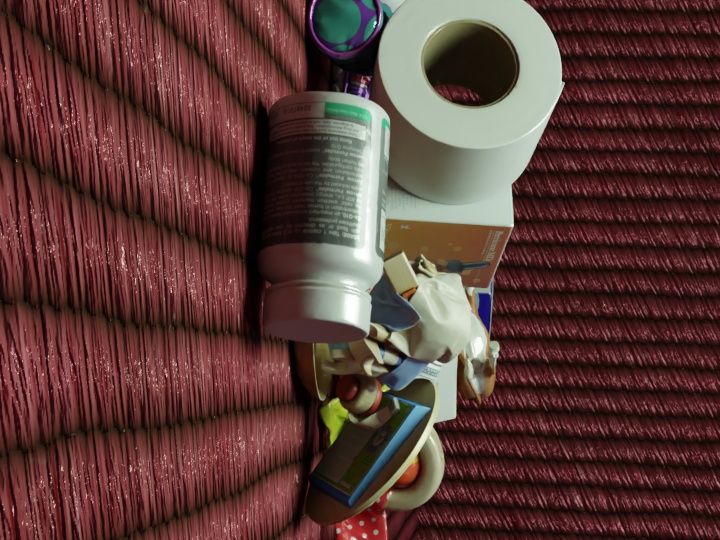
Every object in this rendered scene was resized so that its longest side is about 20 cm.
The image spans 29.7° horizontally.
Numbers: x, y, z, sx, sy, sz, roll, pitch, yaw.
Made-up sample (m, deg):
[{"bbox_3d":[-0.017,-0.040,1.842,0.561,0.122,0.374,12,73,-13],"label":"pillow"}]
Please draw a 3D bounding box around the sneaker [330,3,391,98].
[{"bbox_3d":[0.007,-0.230,1.658,0.081,0.082,0.203,-55,147,-78],"label":"sneaker"}]

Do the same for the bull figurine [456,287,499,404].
[{"bbox_3d":[0.131,0.073,1.773,0.122,0.064,0.202,90,-17,-55],"label":"bull figurine"}]

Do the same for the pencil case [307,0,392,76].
[{"bbox_3d":[-0.006,-0.272,1.523,0.200,0.084,0.094,-25,113,-82],"label":"pencil case"}]

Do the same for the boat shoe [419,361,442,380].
[{"bbox_3d":[0.029,0.071,1.570,0.199,0.071,0.067,18,-93,58],"label":"boat shoe"}]

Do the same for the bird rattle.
[{"bbox_3d":[0.022,0.236,1.645,0.112,0.161,0.203,-10,92,-65],"label":"bird rattle"}]

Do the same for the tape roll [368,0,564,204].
[{"bbox_3d":[0.109,-0.192,1.486,0.139,0.199,0.206,106,-11,-67],"label":"tape roll"}]

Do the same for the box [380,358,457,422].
[{"bbox_3d":[0.051,0.092,1.784,0.201,0.096,0.126,-115,-162,-49],"label":"box"}]

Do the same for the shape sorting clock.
[{"bbox_3d":[0.014,0.199,1.495,0.200,0.039,0.201,-45,-162,18],"label":"shape sorting clock"}]

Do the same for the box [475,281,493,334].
[{"bbox_3d":[0.108,0.010,2.115,0.185,0.197,0.106,-81,171,-49],"label":"box"}]

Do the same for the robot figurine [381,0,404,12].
[{"bbox_3d":[0.039,-0.293,1.737,0.112,0.169,0.203,-12,116,-41],"label":"robot figurine"}]

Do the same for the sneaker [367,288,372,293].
[{"bbox_3d":[0.000,0.000,1.706,0.201,0.073,0.088,-78,172,-53],"label":"sneaker"}]

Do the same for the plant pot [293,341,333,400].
[{"bbox_3d":[-0.049,0.038,1.470,0.200,0.027,0.203,2,90,-84],"label":"plant pot"}]

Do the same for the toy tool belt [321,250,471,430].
[{"bbox_3d":[0.015,0.066,1.442,0.200,0.122,0.126,-45,-143,24],"label":"toy tool belt"}]

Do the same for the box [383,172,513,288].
[{"bbox_3d":[0.067,-0.065,1.589,0.153,0.197,0.108,102,-10,-60],"label":"box"}]

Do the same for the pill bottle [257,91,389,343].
[{"bbox_3d":[-0.033,-0.045,1.197,0.113,0.111,0.203,70,23,-73],"label":"pill bottle"}]
